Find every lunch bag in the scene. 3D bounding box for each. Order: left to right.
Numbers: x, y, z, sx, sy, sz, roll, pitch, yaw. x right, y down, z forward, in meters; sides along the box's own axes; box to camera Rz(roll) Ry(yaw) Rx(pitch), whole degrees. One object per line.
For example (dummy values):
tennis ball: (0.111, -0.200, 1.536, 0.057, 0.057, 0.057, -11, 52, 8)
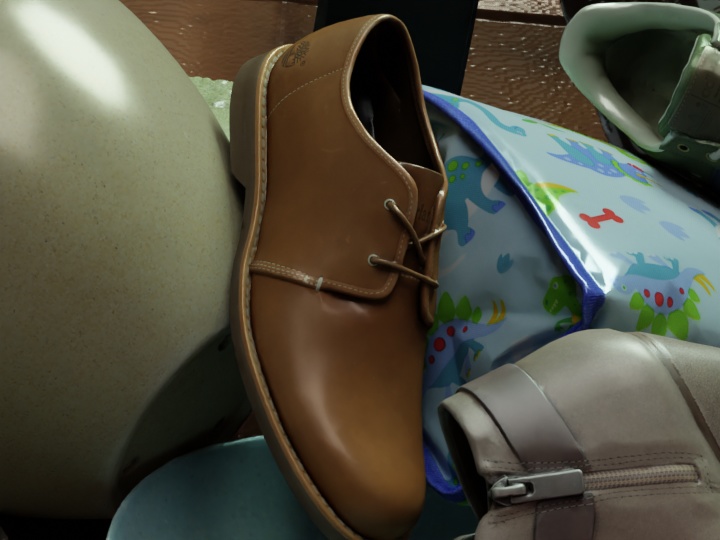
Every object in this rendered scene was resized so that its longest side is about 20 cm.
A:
lunch bag: (0.078, 0.006, 1.017, 0.170, 0.128, 0.200, 16, 31, -37)

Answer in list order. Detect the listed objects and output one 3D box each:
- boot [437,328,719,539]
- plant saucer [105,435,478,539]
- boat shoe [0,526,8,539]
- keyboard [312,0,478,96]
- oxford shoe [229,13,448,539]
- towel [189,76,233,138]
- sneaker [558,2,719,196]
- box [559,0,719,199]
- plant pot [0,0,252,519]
boot: (0.101, 0.117, 0.862, 0.146, 0.070, 0.201, -7, 76, -17)
plant saucer: (0.007, 0.128, 0.917, 0.200, 0.039, 0.201, 12, 29, -7)
boat shoe: (-0.150, 0.132, 0.864, 0.072, 0.073, 0.200, 9, 31, 4)
keyboard: (-0.011, -0.063, 1.083, 0.104, 0.200, 0.040, -13, 42, -30)
oxford shoe: (0.000, 0.000, 0.922, 0.071, 0.071, 0.201, 17, 57, -45)
towel: (-0.133, -0.052, 1.205, 0.199, 0.037, 0.149, 6, 31, 2)
sneaker: (0.152, -0.050, 1.001, 0.090, 0.067, 0.200, 20, 9, -42)
box: (0.228, -0.091, 1.152, 0.200, 0.166, 0.164, -19, -2, -36)
plant pot: (-0.107, 0.012, 0.972, 0.134, 0.201, 0.200, 37, 41, 19)
